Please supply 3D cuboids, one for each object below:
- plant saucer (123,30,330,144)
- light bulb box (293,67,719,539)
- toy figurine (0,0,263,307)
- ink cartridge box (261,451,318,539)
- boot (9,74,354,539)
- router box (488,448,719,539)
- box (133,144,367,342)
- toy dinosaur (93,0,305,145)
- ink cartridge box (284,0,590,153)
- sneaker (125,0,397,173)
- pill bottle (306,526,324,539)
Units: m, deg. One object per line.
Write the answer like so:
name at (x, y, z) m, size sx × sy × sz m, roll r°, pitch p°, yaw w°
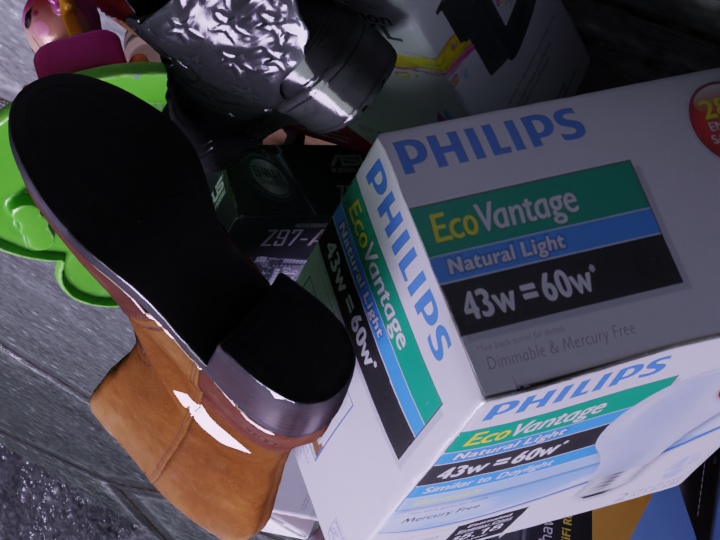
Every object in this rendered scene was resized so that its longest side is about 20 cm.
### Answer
plant saucer at (-0.055, -0.084, 1.293) m, size 0.199 × 0.030 × 0.200 m, roll 25°, pitch 163°, yaw 8°
light bulb box at (0.083, 0.024, 0.973) m, size 0.197 × 0.125 × 0.200 m, roll -13°, pitch 157°, yaw -24°
toy figurine at (-0.139, -0.108, 1.099) m, size 0.149 × 0.185 × 0.200 m, roll -16°, pitch 150°, yaw -4°
ink cartridge box at (-0.008, 0.072, 1.384) m, size 0.043 × 0.201 × 0.173 m, roll 33°, pitch 164°, yaw -26°
boot at (-0.091, 0.021, 0.970) m, size 0.188 × 0.069 × 0.200 m, roll 38°, pitch 154°, yaw 3°
router box at (0.148, 0.099, 1.160) m, size 0.148 × 0.201 × 0.051 m, roll 17°, pitch 150°, yaw -16°
box at (0.000, 0.000, 1.120) m, size 0.199 × 0.044 × 0.160 m, roll -2°, pitch 147°, yaw -24°
toy dinosaur at (-0.042, -0.097, 1.130) m, size 0.181 × 0.105 × 0.200 m, roll -22°, pitch 113°, yaw 37°
ink cartridge box at (-0.002, -0.129, 0.964) m, size 0.145 × 0.083 × 0.200 m, roll 19°, pitch 162°, yaw 30°
sneaker at (-0.057, -0.099, 0.895) m, size 0.104 × 0.060 × 0.199 m, roll 37°, pitch 158°, yaw -23°
pill bottle at (0.031, 0.218, 1.301) m, size 0.111 × 0.111 × 0.200 m, roll 36°, pitch 180°, yaw -28°
